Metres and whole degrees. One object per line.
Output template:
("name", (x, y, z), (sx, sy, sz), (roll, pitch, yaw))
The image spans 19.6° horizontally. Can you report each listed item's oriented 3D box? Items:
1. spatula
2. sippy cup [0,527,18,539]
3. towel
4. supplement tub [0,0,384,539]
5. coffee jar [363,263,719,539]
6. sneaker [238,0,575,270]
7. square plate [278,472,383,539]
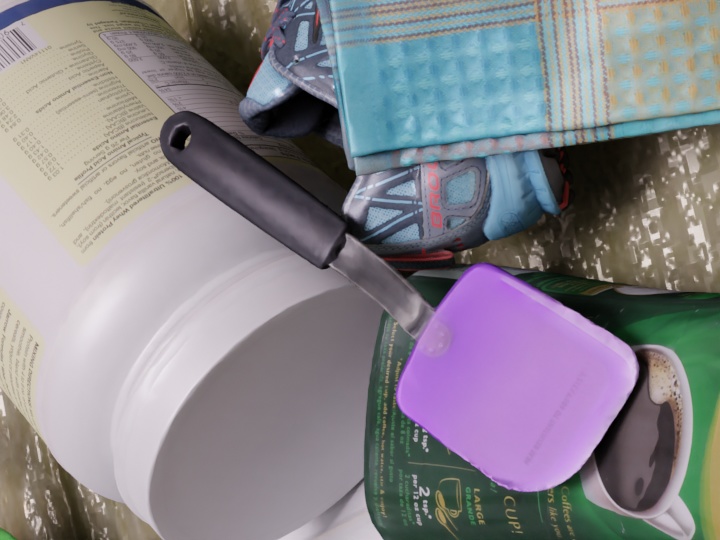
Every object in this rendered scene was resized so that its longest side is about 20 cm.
("spatula", (0.000, 0.000, 0.663), (0.200, 0.021, 0.057), (36, 99, 36))
("sippy cup", (-0.199, 0.174, 0.914), (0.178, 0.140, 0.130), (-60, 7, -17))
("towel", (0.076, -0.111, 0.625), (0.200, 0.022, 0.147), (-7, 106, 16))
("supplement tub", (-0.082, -0.003, 0.786), (0.200, 0.145, 0.145), (45, 121, 34))
("coffee jar", (0.097, 0.051, 0.652), (0.200, 0.085, 0.104), (3, 86, 45))
("sneaker", (-0.007, -0.089, 0.723), (0.095, 0.079, 0.200), (-28, 61, 4))
("square plate", (0.007, 0.175, 0.788), (0.200, 0.028, 0.198), (-33, 69, 41))
